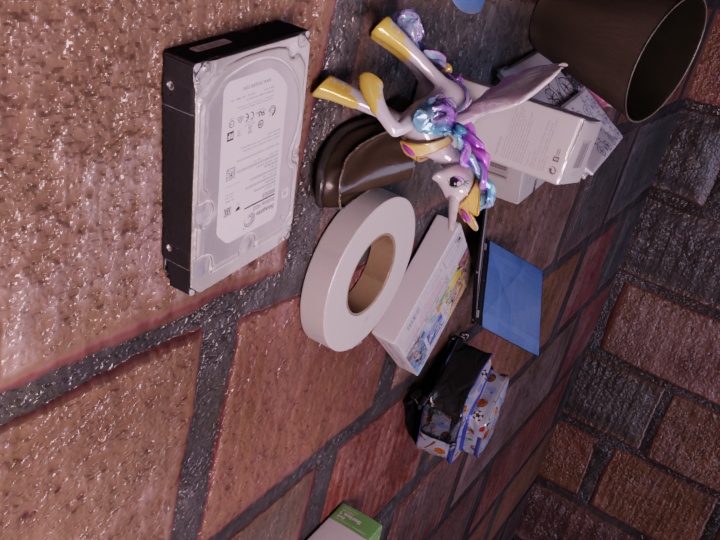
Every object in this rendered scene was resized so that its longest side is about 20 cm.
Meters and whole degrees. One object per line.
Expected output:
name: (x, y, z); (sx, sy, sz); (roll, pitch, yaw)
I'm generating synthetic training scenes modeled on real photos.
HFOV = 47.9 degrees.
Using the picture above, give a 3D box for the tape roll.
tape roll: (0.000, 0.000, 0.970); (0.203, 0.037, 0.203); (-47, 152, -36)

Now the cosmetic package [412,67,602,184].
cosmetic package: (0.167, -0.171, 0.950); (0.113, 0.200, 0.081); (-17, 129, -63)

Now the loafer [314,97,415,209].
loafer: (0.024, -0.124, 0.855); (0.200, 0.071, 0.073); (-45, 150, -39)

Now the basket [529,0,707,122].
basket: (0.350, -0.329, 1.148); (0.136, 0.200, 0.181); (14, 108, -49)

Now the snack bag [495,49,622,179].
snack bag: (0.298, -0.242, 1.192); (0.021, 0.200, 0.189); (-40, 179, 41)

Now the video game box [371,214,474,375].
video game box: (0.100, 0.041, 1.209); (0.200, 0.047, 0.182); (-60, 155, -12)

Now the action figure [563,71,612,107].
action figure: (0.384, -0.336, 1.292); (0.200, 0.149, 0.134); (-40, 144, -52)

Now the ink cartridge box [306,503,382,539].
ink cartridge box: (-0.060, 0.484, 1.258); (0.200, 0.084, 0.147); (-30, 138, -53)

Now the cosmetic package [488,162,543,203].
cosmetic package: (0.254, -0.192, 1.242); (0.200, 0.081, 0.113); (-36, 141, -47)

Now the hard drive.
hard drive: (-0.102, -0.092, 0.667); (0.140, 0.038, 0.201); (-35, 144, -48)

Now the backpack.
backpack: (0.173, 0.246, 1.450); (0.200, 0.154, 0.191); (-47, 161, -41)

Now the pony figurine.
pony figurine: (0.080, -0.158, 0.789); (0.193, 0.200, 0.166); (-51, -170, -30)

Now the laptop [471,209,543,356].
laptop: (0.245, 0.002, 1.311); (0.200, 0.115, 0.188); (84, 14, -49)

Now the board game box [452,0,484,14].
board game box: (0.115, -0.377, 0.846); (0.201, 0.039, 0.158); (-66, 152, -10)
